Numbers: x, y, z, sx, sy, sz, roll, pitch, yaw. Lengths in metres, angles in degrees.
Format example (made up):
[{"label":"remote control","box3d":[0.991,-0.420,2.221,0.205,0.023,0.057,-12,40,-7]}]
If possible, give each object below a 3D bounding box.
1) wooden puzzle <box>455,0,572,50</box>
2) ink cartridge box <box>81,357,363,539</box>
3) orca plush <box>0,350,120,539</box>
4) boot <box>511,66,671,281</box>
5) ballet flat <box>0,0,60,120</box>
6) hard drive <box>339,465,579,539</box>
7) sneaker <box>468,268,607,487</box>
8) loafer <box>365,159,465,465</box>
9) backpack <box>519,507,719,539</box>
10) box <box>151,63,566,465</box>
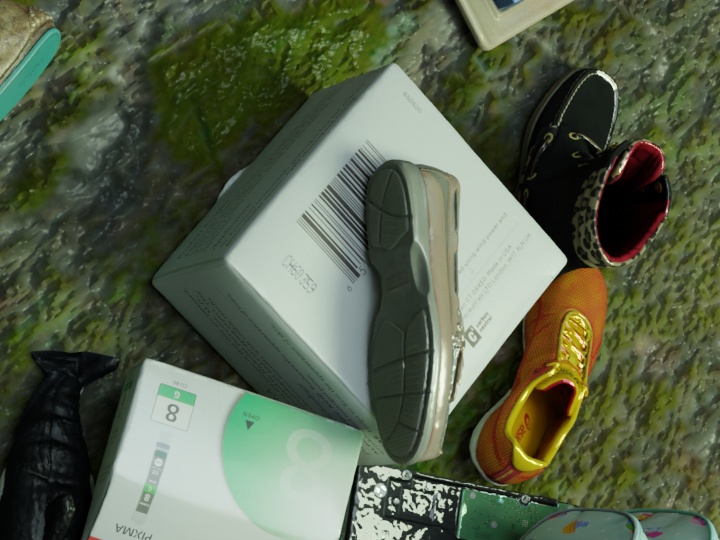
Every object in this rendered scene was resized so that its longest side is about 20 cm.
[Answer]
[{"label":"wooden puzzle","box3d":[0.129,-0.294,1.608,0.200,0.046,0.186,-33,99,-28]},{"label":"ink cartridge box","box3d":[-0.098,0.176,1.352,0.160,0.050,0.201,20,68,-15]},{"label":"orca plush","box3d":[-0.190,0.151,1.366,0.105,0.071,0.201,24,73,-24]},{"label":"boot","box3d":[0.175,-0.073,1.545,0.073,0.150,0.201,36,69,-20]},{"label":"ballet flat","box3d":[-0.277,-0.101,1.366,0.065,0.071,0.200,30,65,7]},{"label":"hard drive","box3d":[0.068,0.224,1.515,0.199,0.038,0.141,13,78,-26]},{"label":"sneaker","box3d":[0.151,0.076,1.553,0.073,0.077,0.201,34,59,-19]},{"label":"loafer","box3d":[0.046,0.027,1.364,0.063,0.072,0.201,3,80,-36]},{"label":"backpack","box3d":[0.175,0.250,1.450,0.200,0.175,0.154,-39,106,-31]},{"label":"box","box3d":[0.000,0.000,1.453,0.200,0.131,0.199,47,66,-16]}]
